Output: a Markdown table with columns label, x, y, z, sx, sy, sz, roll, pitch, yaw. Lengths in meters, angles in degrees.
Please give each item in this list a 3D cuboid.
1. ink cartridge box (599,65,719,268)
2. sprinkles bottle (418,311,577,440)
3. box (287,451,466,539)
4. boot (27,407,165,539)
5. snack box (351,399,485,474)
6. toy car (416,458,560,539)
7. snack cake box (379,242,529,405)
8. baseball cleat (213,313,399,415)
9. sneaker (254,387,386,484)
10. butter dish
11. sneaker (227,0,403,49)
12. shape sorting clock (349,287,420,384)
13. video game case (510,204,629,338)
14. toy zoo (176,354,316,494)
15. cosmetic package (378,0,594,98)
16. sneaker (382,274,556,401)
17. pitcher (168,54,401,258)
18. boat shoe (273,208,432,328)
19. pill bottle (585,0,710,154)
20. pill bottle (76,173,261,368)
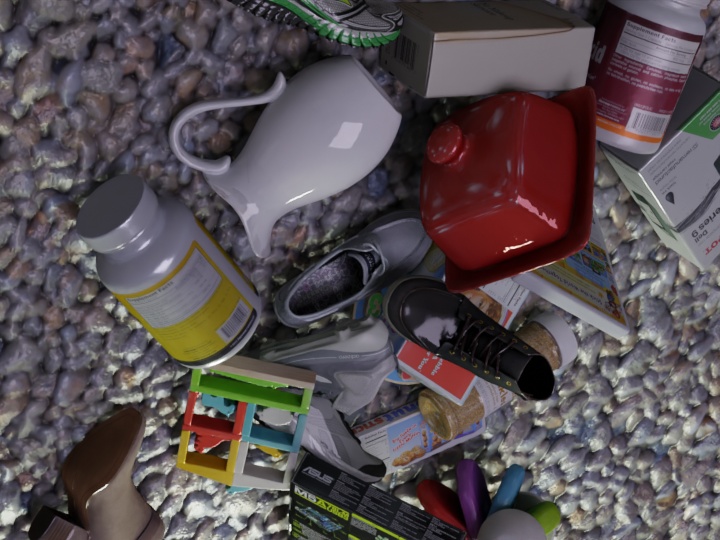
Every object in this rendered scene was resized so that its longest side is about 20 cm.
| label | x | y | z | sx | sy | sz | roll | pitch | yaw |
| --- | --- | --- | --- | --- | --- | --- | --- | --- | --- |
| ink cartridge box | 0.395 | -0.122 | 1.882 | 0.146 | 0.084 | 0.200 | -44 | 130 | -2 |
| sprinkles bottle | 0.163 | 0.123 | 1.873 | 0.199 | 0.068 | 0.069 | -31 | 128 | -23 |
| box | 0.013 | 0.303 | 1.780 | 0.048 | 0.199 | 0.194 | -57 | 165 | -33 |
| boot | -0.261 | 0.253 | 1.709 | 0.200 | 0.070 | 0.146 | -49 | 136 | 2 |
| snack box | 0.059 | 0.196 | 1.892 | 0.199 | 0.024 | 0.072 | -21 | 123 | -20 |
| toy car | 0.139 | 0.305 | 1.926 | 0.199 | 0.175 | 0.151 | -25 | 87 | 14 |
| snack cake box | 0.109 | 0.032 | 1.759 | 0.115 | 0.067 | 0.201 | 34 | 85 | -33 |
| baseball cleat | -0.057 | 0.115 | 1.694 | 0.199 | 0.070 | 0.107 | -17 | 105 | 18 |
| sneaker | -0.039 | 0.175 | 1.778 | 0.200 | 0.074 | 0.080 | 38 | 84 | -29 |
| butter dish | 0.128 | -0.103 | 1.618 | 0.147 | 0.199 | 0.201 | 27 | 57 | -36 |
| sneaker | -0.036 | -0.272 | 1.538 | 0.199 | 0.078 | 0.086 | 13 | 108 | -35 |
| shape sorting clock | 0.077 | 0.039 | 1.807 | 0.199 | 0.039 | 0.201 | -15 | 123 | -24 |
| video game case | 0.216 | -0.033 | 1.766 | 0.023 | 0.183 | 0.199 | -33 | 139 | 30 |
| toy zoo | -0.127 | 0.172 | 1.705 | 0.130 | 0.021 | 0.201 | 12 | 130 | -3 |
| cosmetic package | 0.131 | -0.232 | 1.648 | 0.199 | 0.103 | 0.074 | -8 | 119 | -29 |
| sneaker | 0.120 | 0.069 | 1.673 | 0.199 | 0.106 | 0.075 | 28 | 89 | -33 |
| pitcher | -0.075 | -0.137 | 1.577 | 0.200 | 0.121 | 0.172 | -40 | 115 | 8 |
| boat shoe | -0.001 | -0.001 | 1.702 | 0.200 | 0.071 | 0.070 | -32 | 94 | -10 |
| pill bottle | 0.309 | -0.240 | 1.744 | 0.114 | 0.114 | 0.201 | 7 | 111 | -34 |
| pill bottle | -0.191 | -0.001 | 1.572 | 0.112 | 0.112 | 0.200 | -41 | 129 | -5 |
